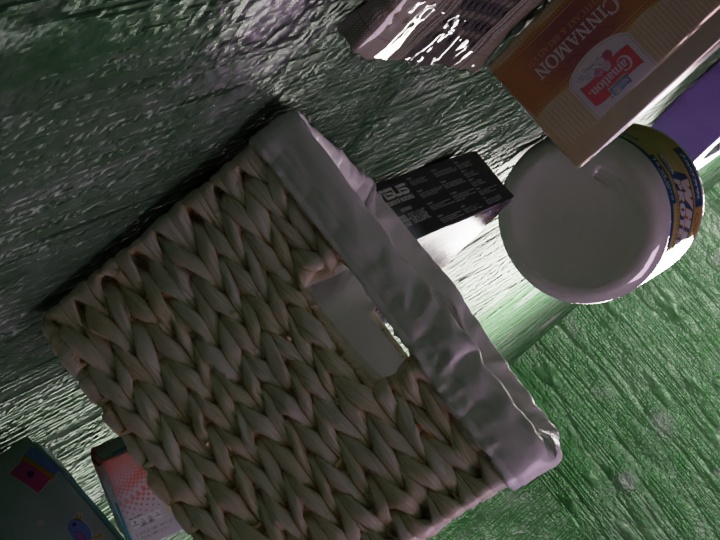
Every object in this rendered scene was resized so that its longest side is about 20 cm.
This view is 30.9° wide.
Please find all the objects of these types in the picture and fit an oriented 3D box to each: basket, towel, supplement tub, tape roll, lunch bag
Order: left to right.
[{"bbox_3d":[-0.184,0.195,0.779,0.077,0.161,0.200,-34,170,-26],"label":"lunch bag"},{"bbox_3d":[-0.019,0.055,0.650,0.161,0.198,0.200,-37,170,4],"label":"basket"},{"bbox_3d":[0.082,-0.162,0.547,0.200,0.035,0.193,-45,171,18],"label":"towel"},{"bbox_3d":[0.217,-0.055,1.135,0.145,0.145,0.200,-44,169,26],"label":"supplement tub"},{"bbox_3d":[0.423,-0.194,1.483,0.200,0.066,0.200,-38,171,-7],"label":"tape roll"}]

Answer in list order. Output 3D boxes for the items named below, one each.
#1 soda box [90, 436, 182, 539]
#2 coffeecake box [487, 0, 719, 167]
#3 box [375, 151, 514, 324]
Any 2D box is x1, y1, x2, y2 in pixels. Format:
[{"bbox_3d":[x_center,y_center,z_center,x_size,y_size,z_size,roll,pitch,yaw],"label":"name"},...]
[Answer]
[{"bbox_3d":[-0.082,0.121,0.910,0.200,0.069,0.064,-22,-173,-17],"label":"soda box"},{"bbox_3d":[0.170,-0.147,0.707,0.153,0.073,0.200,-43,177,25],"label":"coffeecake box"},{"bbox_3d":[0.000,0.000,0.885,0.158,0.050,0.200,-46,168,33],"label":"box"}]
